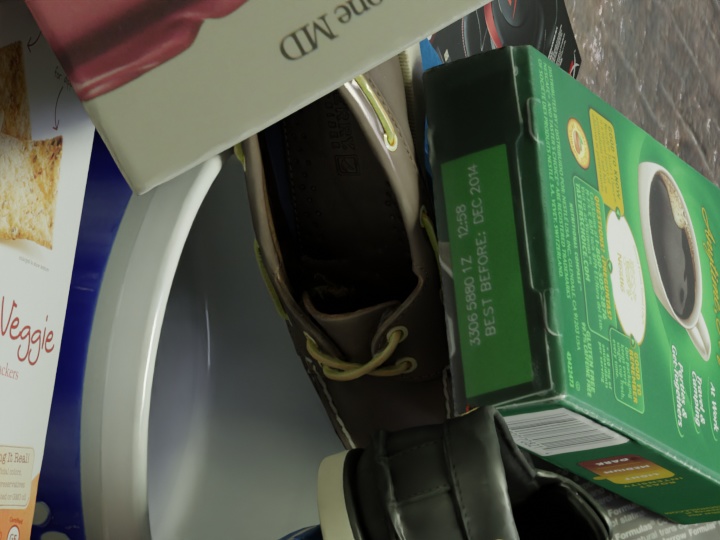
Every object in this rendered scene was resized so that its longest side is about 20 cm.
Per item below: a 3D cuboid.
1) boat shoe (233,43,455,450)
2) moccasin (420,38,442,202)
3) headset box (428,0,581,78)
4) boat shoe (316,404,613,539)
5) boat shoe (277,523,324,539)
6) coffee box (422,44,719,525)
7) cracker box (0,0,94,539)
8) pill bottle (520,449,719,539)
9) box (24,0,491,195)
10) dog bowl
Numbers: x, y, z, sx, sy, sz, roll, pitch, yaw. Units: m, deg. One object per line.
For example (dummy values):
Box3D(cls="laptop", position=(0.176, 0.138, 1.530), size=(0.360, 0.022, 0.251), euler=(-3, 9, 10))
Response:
Box3D(cls="boat shoe", position=(0.000, 0.000, 0.900), size=(0.060, 0.071, 0.201), euler=(-54, 138, -56))
Box3D(cls="moccasin", position=(-0.025, -0.091, 1.001), size=(0.201, 0.068, 0.080), euler=(63, 30, -5))
Box3D(cls="headset box", position=(0.024, -0.100, 1.141), size=(0.200, 0.074, 0.149), euler=(66, 36, -50))
Box3D(cls="boat shoe", position=(0.055, 0.105, 0.873), size=(0.201, 0.063, 0.074), euler=(48, 26, -54))
Box3D(cls="boat shoe", position=(-0.017, 0.122, 0.870), size=(0.200, 0.072, 0.073), euler=(9, 69, -68))
Box3D(cls="coffee box", position=(0.087, 0.012, 0.935), size=(0.200, 0.044, 0.124), euler=(26, 55, -58))
Box3D(cls="cracker box", position=(-0.135, -0.019, 0.789), size=(0.134, 0.057, 0.202), euler=(26, 70, -67))
Box3D(cls="pill bottle", position=(0.079, 0.074, 1.064), size=(0.116, 0.116, 0.201), euler=(6, 62, -68))
Box3D(cls="box", position=(-0.049, -0.143, 0.758), size=(0.201, 0.127, 0.109), euler=(60, 14, -7))
Box3D(cls="dog bowl", position=(-0.066, 0.041, 0.945), size=(0.200, 0.078, 0.202), euler=(5, 90, -68))
